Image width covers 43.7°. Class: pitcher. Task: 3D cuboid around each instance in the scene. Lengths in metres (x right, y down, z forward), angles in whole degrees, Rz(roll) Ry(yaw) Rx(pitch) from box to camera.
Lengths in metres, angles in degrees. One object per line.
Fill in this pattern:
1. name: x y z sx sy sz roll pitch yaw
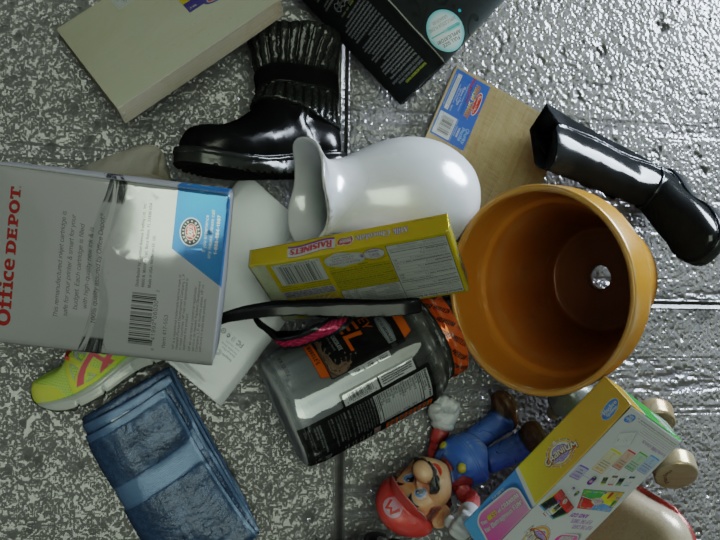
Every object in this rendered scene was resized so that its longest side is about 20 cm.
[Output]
1. pitcher: 0.014 -0.055 0.922 0.196 0.173 0.122 -4 45 -32

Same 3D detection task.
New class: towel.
1. towel: -0.192 0.211 0.910 0.110 0.048 0.203 -29 95 -12

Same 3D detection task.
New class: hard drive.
1. hard drive: -0.135 0.019 0.943 0.131 0.025 0.201 40 80 -9

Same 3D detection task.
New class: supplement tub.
1. supplement tub: 0.005 0.103 0.925 0.197 0.122 0.125 -26 94 -14

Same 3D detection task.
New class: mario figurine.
1. mario figurine: 0.101 0.202 0.946 0.198 0.123 0.108 -31 103 -19

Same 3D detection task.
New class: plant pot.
1. plant pot: 0.221 0.015 0.937 0.182 0.197 0.205 -5 89 -54

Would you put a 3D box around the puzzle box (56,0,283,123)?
1. puzzle box: -0.191 -0.250 0.908 0.198 0.026 0.133 -36 64 -12

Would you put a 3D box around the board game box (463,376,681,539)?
1. board game box: 0.214 0.210 0.893 0.201 0.040 0.152 -48 138 9

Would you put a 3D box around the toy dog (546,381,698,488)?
1. toy dog: 0.279 0.182 1.006 0.199 0.132 0.097 37 122 -4

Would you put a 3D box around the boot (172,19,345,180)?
1. boot: -0.102 -0.175 0.911 0.208 0.078 0.162 -5 91 -43

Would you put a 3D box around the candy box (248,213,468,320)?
1. candy box: 0.000 0.000 0.870 0.195 0.103 0.027 -10 56 13

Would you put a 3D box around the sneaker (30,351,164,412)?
1. sneaker: -0.243 0.062 0.870 0.197 0.078 0.091 -30 104 6

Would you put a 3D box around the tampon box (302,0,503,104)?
1. tampon box: 0.041 -0.312 0.939 0.200 0.126 0.150 45 70 -8

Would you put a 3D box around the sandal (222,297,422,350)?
1. sandal: -0.038 0.051 0.856 0.195 0.075 0.046 -1 93 -1

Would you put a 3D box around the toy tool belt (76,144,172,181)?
1. toy tool belt: -0.261 -0.030 0.867 0.197 0.125 0.125 -23 85 -13

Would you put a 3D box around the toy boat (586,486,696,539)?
1. toy boat: 0.297 0.346 0.998 0.130 0.130 0.203 26 91 -48

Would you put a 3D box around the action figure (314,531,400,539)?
1. action figure: 0.045 0.329 0.929 0.196 0.119 0.104 14 67 -20

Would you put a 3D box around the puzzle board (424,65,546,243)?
1. puzzle board: 0.132 -0.108 1.020 0.148 0.017 0.203 25 81 -10

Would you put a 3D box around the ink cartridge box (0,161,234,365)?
1. ink cartridge box: -0.214 -0.008 0.777 0.195 0.086 0.150 7 97 -5

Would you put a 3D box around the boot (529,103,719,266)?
1. boot: 0.287 -0.094 0.980 0.197 0.166 0.066 24 115 -21
